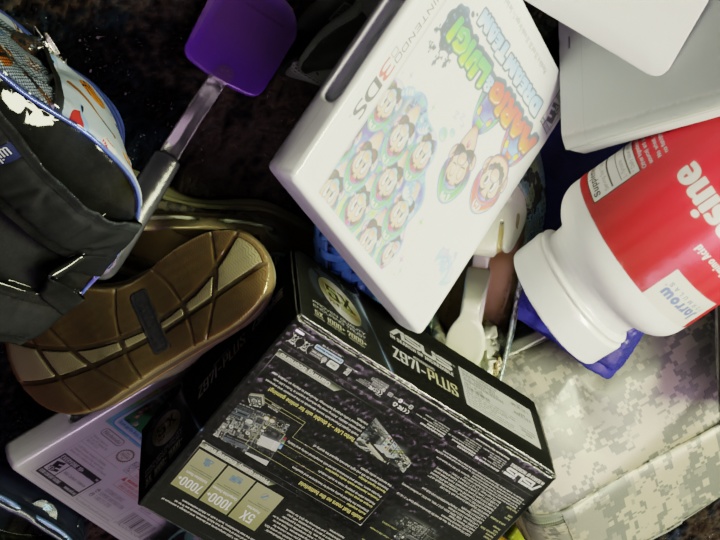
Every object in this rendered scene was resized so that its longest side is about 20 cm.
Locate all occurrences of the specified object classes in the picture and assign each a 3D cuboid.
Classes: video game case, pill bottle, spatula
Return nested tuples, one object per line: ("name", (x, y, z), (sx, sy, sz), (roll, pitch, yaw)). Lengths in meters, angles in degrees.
("video game case", (0.042, -0.081, 1.049), (0.182, 0.024, 0.200), (-57, 147, -12))
("pill bottle", (0.196, -0.033, 1.105), (0.200, 0.112, 0.112), (-37, 132, 20))
("video game case", (-0.115, 0.113, 1.237), (0.182, 0.024, 0.200), (-32, 148, 5))
("spatula", (-0.105, -0.080, 1.080), (0.056, 0.021, 0.200), (31, 95, -11))

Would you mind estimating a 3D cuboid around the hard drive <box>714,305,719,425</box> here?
("hard drive", (0.284, 0.024, 1.245), (0.038, 0.200, 0.140), (2, 103, 27))

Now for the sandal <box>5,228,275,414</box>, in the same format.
("sandal", (-0.130, 0.032, 1.118), (0.200, 0.080, 0.054), (-24, 170, 23))

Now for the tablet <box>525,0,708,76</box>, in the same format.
("tablet", (0.115, -0.211, 1.030), (0.200, 0.014, 0.130), (33, 119, 9))

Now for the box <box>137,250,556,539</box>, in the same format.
("box", (-0.009, 0.112, 1.128), (0.200, 0.086, 0.164), (32, 111, -20))

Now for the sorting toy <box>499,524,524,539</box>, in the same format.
("sorting toy", (0.097, 0.238, 1.322), (0.200, 0.180, 0.107), (-17, 128, -56))

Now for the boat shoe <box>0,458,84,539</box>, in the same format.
("boat shoe", (-0.273, 0.156, 1.222), (0.200, 0.069, 0.084), (9, 123, -27))

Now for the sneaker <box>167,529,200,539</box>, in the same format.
("sneaker", (-0.040, 0.180, 1.293), (0.200, 0.078, 0.140), (-36, 152, 24))

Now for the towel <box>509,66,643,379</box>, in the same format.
("towel", (0.157, -0.046, 1.197), (0.148, 0.050, 0.200), (33, 111, 2))

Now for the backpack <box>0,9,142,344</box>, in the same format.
("backpack", (-0.224, -0.056, 1.018), (0.200, 0.154, 0.190), (-38, 125, 21))

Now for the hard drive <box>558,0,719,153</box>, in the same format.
("hard drive", (0.195, -0.152, 1.051), (0.026, 0.132, 0.200), (10, 164, -39))

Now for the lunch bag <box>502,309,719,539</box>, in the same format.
("lunch bag", (0.175, 0.090, 1.301), (0.200, 0.139, 0.168), (-27, 121, -3))

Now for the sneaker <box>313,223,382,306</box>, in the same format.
("sneaker", (0.000, 0.000, 1.142), (0.066, 0.078, 0.200), (15, 146, 18))

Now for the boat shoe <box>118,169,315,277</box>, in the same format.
("boat shoe", (-0.099, -0.008, 1.162), (0.200, 0.063, 0.073), (14, 121, -30))

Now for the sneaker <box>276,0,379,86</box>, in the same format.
("sneaker", (0.001, -0.106, 1.129), (0.115, 0.075, 0.200), (3, 127, -7))

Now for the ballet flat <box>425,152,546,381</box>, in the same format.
("ballet flat", (0.078, -0.003, 1.167), (0.074, 0.074, 0.200), (-3, 109, -20))
